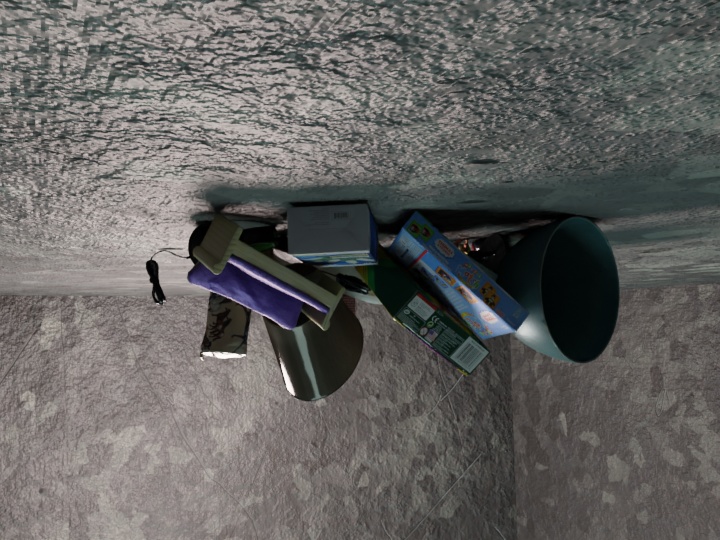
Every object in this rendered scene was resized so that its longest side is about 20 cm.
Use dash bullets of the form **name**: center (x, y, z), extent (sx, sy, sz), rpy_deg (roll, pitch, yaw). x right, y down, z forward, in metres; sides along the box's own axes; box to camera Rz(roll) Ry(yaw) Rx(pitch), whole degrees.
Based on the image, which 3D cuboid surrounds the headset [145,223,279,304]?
- **headset**: center (-0.214, -0.015, 0.950), extent (0.194, 0.097, 0.123), rpy_deg (-12, 177, -10)

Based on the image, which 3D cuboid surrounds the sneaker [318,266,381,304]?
- **sneaker**: center (0.000, 0.000, 1.113), extent (0.195, 0.087, 0.073), rpy_deg (15, -163, -15)

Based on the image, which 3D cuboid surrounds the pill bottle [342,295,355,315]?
- **pill bottle**: center (-0.065, 0.063, 1.253), extent (0.111, 0.206, 0.114), rpy_deg (-1, 175, 0)

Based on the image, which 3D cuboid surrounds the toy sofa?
- **toy sofa**: center (-0.124, 0.017, 0.860), extent (0.198, 0.099, 0.082), rpy_deg (31, 177, -37)

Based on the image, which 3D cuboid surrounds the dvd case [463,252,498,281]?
- **dvd case**: center (0.129, -0.003, 1.034), extent (0.144, 0.022, 0.200), rpy_deg (33, 166, 2)

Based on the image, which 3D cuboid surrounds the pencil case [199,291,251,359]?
- **pencil case**: center (-0.229, 0.054, 1.114), extent (0.087, 0.206, 0.078), rpy_deg (4, 173, 8)

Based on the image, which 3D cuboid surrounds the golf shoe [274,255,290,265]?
- **golf shoe**: center (-0.146, 0.000, 1.185), extent (0.090, 0.077, 0.198), rpy_deg (-12, -155, -37)

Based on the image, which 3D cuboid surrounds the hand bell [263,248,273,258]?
- **hand bell**: center (-0.158, 0.051, 1.087), extent (0.101, 0.106, 0.202), rpy_deg (-2, 139, 18)

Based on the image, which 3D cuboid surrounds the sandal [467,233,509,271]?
- **sandal**: center (0.192, 0.011, 1.119), extent (0.047, 0.077, 0.201), rpy_deg (-3, 150, -28)

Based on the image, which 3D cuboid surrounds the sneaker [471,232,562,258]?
- **sneaker**: center (0.270, -0.021, 1.101), extent (0.079, 0.077, 0.199), rpy_deg (2, 174, -28)

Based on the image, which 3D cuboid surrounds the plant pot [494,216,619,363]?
- **plant pot**: center (0.273, 0.030, 0.958), extent (0.196, 0.207, 0.133), rpy_deg (3, 176, -38)

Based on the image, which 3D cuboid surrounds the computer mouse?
- **computer mouse**: center (-0.063, -0.012, 1.030), extent (0.196, 0.035, 0.059), rpy_deg (25, 165, 21)

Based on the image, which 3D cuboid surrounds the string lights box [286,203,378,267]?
- **string lights box**: center (-0.030, -0.043, 0.871), extent (0.100, 0.061, 0.200), rpy_deg (-2, 175, 6)

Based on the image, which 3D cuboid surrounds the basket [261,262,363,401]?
- **basket**: center (-0.084, 0.092, 1.053), extent (0.134, 0.182, 0.202), rpy_deg (23, 156, 25)

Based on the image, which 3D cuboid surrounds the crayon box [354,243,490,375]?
- **crayon box**: center (0.092, 0.054, 1.009), extent (0.199, 0.058, 0.173), rpy_deg (39, -171, -37)

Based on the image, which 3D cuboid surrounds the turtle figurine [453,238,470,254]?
- **turtle figurine**: center (0.128, -0.008, 1.206), extent (0.197, 0.066, 0.160), rpy_deg (-28, 149, 22)

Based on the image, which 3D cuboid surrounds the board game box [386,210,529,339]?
- **board game box**: center (0.129, 0.013, 0.907), extent (0.199, 0.037, 0.151), rpy_deg (43, 169, 2)
